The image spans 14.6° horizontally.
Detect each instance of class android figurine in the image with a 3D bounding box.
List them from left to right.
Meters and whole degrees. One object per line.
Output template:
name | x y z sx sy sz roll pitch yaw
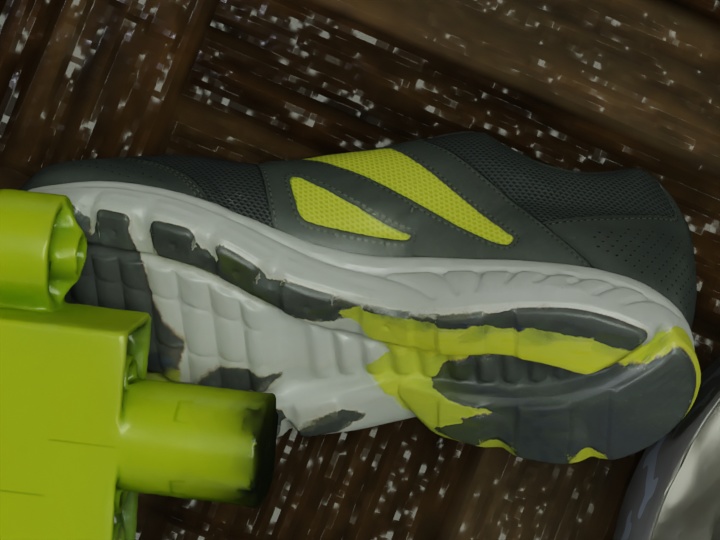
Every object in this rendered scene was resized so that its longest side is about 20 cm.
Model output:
android figurine | -0.123 0.066 0.757 0.199 0.041 0.183 5 100 10

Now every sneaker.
sneaker | 0.000 0.000 0.789 0.199 0.085 0.075 12 131 8

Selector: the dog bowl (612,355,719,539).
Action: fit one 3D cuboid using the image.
dog bowl | 0.159 0.094 0.793 0.199 0.059 0.201 -1 93 -16
